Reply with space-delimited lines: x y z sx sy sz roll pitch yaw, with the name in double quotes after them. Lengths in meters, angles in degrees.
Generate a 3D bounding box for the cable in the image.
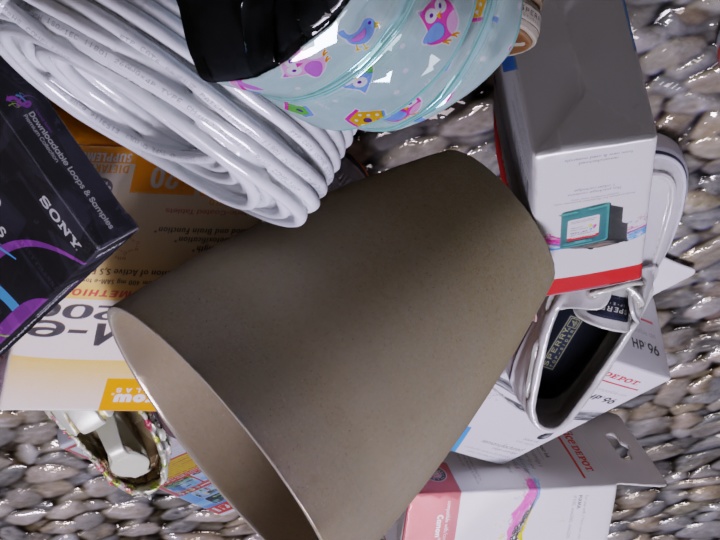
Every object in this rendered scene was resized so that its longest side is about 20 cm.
-0.094 -0.097 1.060 0.199 0.070 0.200 30 171 11 "cable"

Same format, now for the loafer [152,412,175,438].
-0.116 0.031 1.386 0.071 0.063 0.201 -14 147 -10 "loafer"

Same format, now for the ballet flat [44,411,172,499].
-0.172 0.088 1.479 0.075 0.064 0.200 -27 143 8 "ballet flat"

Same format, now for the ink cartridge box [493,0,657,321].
0.114 -0.066 1.233 0.067 0.117 0.200 -9 153 -1 "ink cartridge box"

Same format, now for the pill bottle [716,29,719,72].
0.264 -0.052 1.213 0.111 0.201 0.112 -7 152 -3 "pill bottle"

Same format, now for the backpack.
-0.011 -0.159 0.928 0.126 0.201 0.167 16 143 -39 "backpack"

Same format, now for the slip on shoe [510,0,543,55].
-0.004 -0.141 1.123 0.199 0.061 0.076 -1 166 27 "slip on shoe"

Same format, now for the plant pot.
0.001 0.033 1.189 0.200 0.187 0.188 -39 157 -15 "plant pot"

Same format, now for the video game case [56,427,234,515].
-0.105 0.127 1.643 0.142 0.018 0.200 -23 149 25 "video game case"

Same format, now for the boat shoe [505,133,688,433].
0.146 0.011 1.376 0.072 0.066 0.201 19 119 -21 "boat shoe"

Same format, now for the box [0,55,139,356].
-0.214 -0.030 1.184 0.036 0.143 0.200 -34 177 -46 "box"

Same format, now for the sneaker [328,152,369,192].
0.000 0.000 1.375 0.077 0.112 0.201 -2 121 15 "sneaker"

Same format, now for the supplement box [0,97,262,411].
-0.130 -0.014 1.245 0.125 0.074 0.201 1 133 -20 "supplement box"

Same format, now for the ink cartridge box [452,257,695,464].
0.125 0.056 1.522 0.116 0.068 0.199 18 142 -41 "ink cartridge box"

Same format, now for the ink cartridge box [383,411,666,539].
0.111 0.157 1.645 0.198 0.117 0.068 0 116 -16 "ink cartridge box"
